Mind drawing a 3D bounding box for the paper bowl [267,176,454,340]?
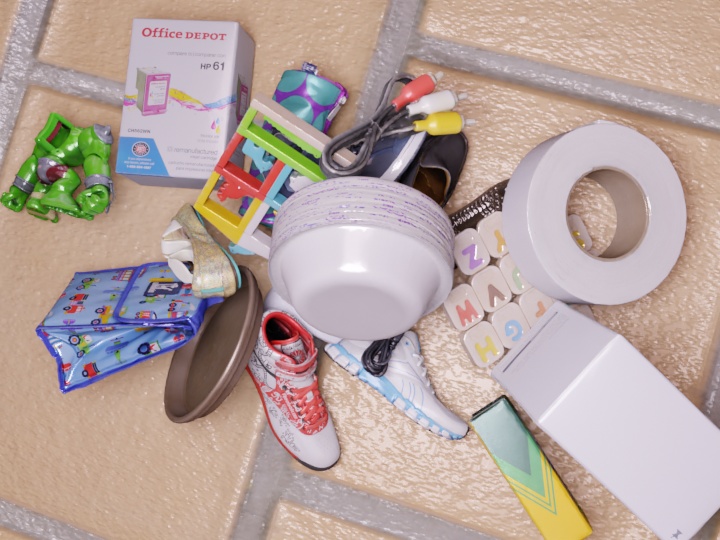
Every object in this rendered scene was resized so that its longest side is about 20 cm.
[{"bbox_3d":[0.000,0.000,1.004,0.199,0.201,0.105,0,56,10],"label":"paper bowl"}]

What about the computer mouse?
[{"bbox_3d":[-0.039,0.050,1.126,0.199,0.044,0.110,15,65,28],"label":"computer mouse"}]

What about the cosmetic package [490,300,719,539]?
[{"bbox_3d":[0.265,0.153,0.992,0.199,0.200,0.123,43,93,-9],"label":"cosmetic package"}]

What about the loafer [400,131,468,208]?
[{"bbox_3d":[0.083,-0.100,1.099,0.073,0.072,0.201,42,56,-16],"label":"loafer"}]

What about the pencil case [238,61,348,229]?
[{"bbox_3d":[-0.081,-0.148,1.164,0.092,0.085,0.202,17,88,25],"label":"pencil case"}]

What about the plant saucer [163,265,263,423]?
[{"bbox_3d":[-0.173,0.090,1.123,0.029,0.200,0.201,28,90,-26],"label":"plant saucer"}]

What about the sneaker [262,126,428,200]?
[{"bbox_3d":[-0.024,-0.140,1.082,0.146,0.077,0.203,41,95,-8],"label":"sneaker"}]

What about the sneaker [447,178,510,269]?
[{"bbox_3d":[0.149,-0.053,1.131,0.199,0.076,0.071,-21,77,-15],"label":"sneaker"}]

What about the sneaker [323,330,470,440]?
[{"bbox_3d":[0.056,0.121,1.124,0.199,0.075,0.087,36,86,11],"label":"sneaker"}]

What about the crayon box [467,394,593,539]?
[{"bbox_3d":[0.198,0.237,1.060,0.051,0.126,0.201,-33,81,5],"label":"crayon box"}]

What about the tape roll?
[{"bbox_3d":[0.263,-0.062,1.067,0.200,0.071,0.205,0,88,-15],"label":"tape roll"}]

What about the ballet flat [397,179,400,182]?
[{"bbox_3d":[0.026,-0.130,1.155,0.068,0.063,0.201,26,90,9],"label":"ballet flat"}]

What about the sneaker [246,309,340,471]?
[{"bbox_3d":[-0.075,0.141,1.114,0.067,0.108,0.202,-27,83,-30],"label":"sneaker"}]

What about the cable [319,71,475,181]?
[{"bbox_3d":[0.030,-0.164,1.009,0.199,0.050,0.097,-26,75,-35],"label":"cable"}]

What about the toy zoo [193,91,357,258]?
[{"bbox_3d":[-0.103,-0.086,1.052,0.131,0.021,0.200,33,128,-7],"label":"toy zoo"}]

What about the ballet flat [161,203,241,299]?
[{"bbox_3d":[-0.203,-0.025,1.129,0.071,0.071,0.200,-47,38,3],"label":"ballet flat"}]

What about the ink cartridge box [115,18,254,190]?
[{"bbox_3d":[-0.219,-0.210,1.193,0.143,0.085,0.202,4,84,10],"label":"ink cartridge box"}]

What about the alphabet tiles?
[{"bbox_3d":[0.192,0.022,1.091,0.199,0.015,0.197,-31,100,-13],"label":"alphabet tiles"}]

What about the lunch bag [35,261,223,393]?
[{"bbox_3d":[-0.259,0.053,1.131,0.198,0.151,0.095,-12,114,7],"label":"lunch bag"}]

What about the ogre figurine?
[{"bbox_3d":[-0.375,-0.128,1.199,0.098,0.199,0.121,23,75,-30],"label":"ogre figurine"}]
